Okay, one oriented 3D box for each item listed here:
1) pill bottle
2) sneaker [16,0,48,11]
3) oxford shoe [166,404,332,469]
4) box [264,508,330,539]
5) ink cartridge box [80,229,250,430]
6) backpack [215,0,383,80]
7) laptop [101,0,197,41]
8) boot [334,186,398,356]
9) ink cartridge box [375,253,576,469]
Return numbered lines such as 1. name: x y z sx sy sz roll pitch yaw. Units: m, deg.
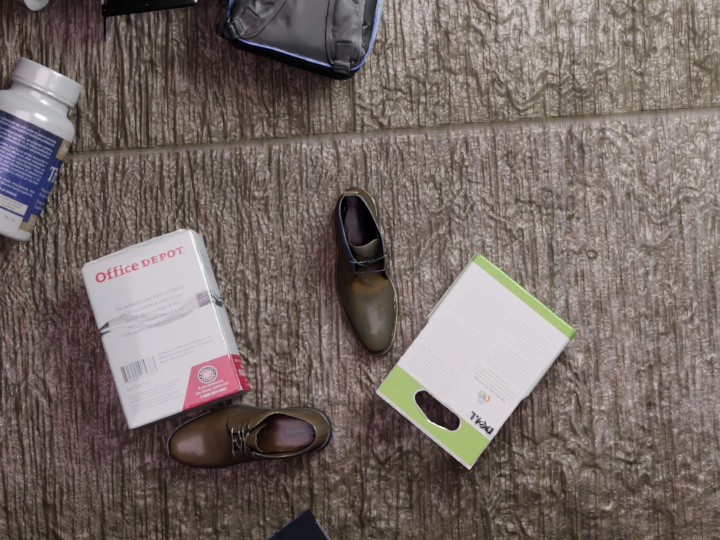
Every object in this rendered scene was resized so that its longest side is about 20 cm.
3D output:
1. pill bottle: -0.409 -0.145 1.754 0.110 0.111 0.202 23 89 6
2. sneaker: -0.459 -0.385 1.805 0.082 0.077 0.201 -42 77 18
3. oxford shoe: -0.136 0.192 1.720 0.197 0.084 0.074 -10 87 6
4. box: -0.099 0.386 1.644 0.149 0.104 0.200 55 132 6
5. ink cartridge box: -0.230 0.069 1.736 0.143 0.083 0.203 -18 84 4
6. backpack: -0.060 -0.339 1.712 0.180 0.147 0.203 15 91 -8
7. laptop: -0.250 -0.383 1.724 0.197 0.116 0.190 -2 86 24
8. boot: 0.000 0.000 1.713 0.074 0.097 0.203 -11 85 4
9. ink cartridge box: 0.133 0.104 1.706 0.147 0.076 0.201 38 91 6
